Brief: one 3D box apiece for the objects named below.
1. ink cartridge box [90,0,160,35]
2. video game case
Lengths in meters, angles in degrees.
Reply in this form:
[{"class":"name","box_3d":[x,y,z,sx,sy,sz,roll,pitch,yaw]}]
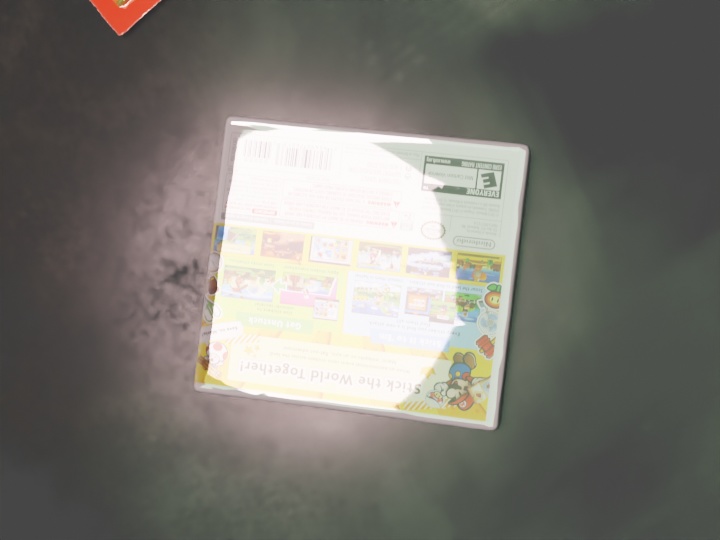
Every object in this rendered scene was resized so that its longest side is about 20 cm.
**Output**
[{"class":"ink cartridge box","box_3d":[-0.171,-0.287,0.807,0.163,0.057,0.200,-41,77,5]},{"class":"video game case","box_3d":[0.000,0.000,0.778,0.200,0.023,0.182,7,89,9]}]
